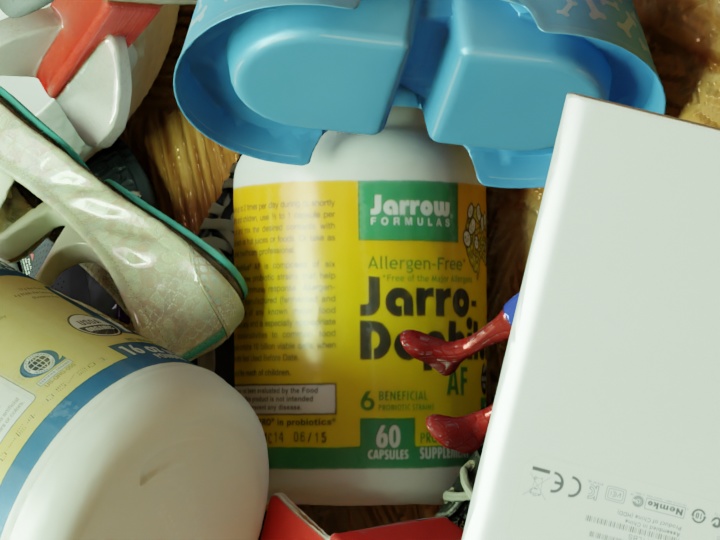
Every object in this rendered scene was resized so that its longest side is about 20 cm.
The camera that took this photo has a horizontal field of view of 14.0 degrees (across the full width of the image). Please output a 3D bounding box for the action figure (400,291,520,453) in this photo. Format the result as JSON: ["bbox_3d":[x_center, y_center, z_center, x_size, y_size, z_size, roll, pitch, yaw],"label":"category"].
[{"bbox_3d":[0.104,0.002,1.154,0.199,0.052,0.066,-32,53,25],"label":"action figure"}]

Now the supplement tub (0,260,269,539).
[{"bbox_3d":[-0.152,0.074,1.199,0.199,0.144,0.146,26,111,32],"label":"supplement tub"}]

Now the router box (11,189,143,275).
[{"bbox_3d":[-0.146,0.065,1.479,0.149,0.062,0.201,-4,104,55],"label":"router box"}]

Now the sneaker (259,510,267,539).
[{"bbox_3d":[-0.051,0.135,1.315,0.076,0.079,0.200,-62,5,5],"label":"sneaker"}]

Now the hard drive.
[{"bbox_3d":[0.118,0.047,1.098,0.131,0.025,0.201,14,96,11],"label":"hard drive"}]

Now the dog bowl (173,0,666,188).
[{"bbox_3d":[0.024,-0.088,1.188,0.112,0.198,0.050,110,164,-57],"label":"dog bowl"}]

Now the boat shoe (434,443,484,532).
[{"bbox_3d":[0.068,0.108,1.220,0.071,0.063,0.201,28,112,52],"label":"boat shoe"}]

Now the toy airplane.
[{"bbox_3d":[-0.080,-0.139,1.259,0.141,0.200,0.200,33,155,32],"label":"toy airplane"}]

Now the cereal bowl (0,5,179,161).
[{"bbox_3d":[-0.169,-0.120,1.524,0.199,0.083,0.201,-20,53,29],"label":"cereal bowl"}]

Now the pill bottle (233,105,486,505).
[{"bbox_3d":[0.000,0.000,1.279,0.112,0.112,0.202,-4,85,55],"label":"pill bottle"}]

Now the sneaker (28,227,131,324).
[{"bbox_3d":[-0.143,0.061,1.314,0.074,0.087,0.202,-11,79,53],"label":"sneaker"}]

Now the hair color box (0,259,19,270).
[{"bbox_3d":[-0.191,0.102,1.417,0.060,0.099,0.201,-9,100,54],"label":"hair color box"}]

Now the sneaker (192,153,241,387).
[{"bbox_3d":[-0.053,-0.024,1.357,0.070,0.108,0.201,28,113,53],"label":"sneaker"}]

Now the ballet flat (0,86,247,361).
[{"bbox_3d":[-0.131,-0.020,1.276,0.062,0.068,0.200,-45,52,-14],"label":"ballet flat"}]

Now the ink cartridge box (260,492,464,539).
[{"bbox_3d":[0.034,0.178,1.166,0.200,0.067,0.117,35,120,43],"label":"ink cartridge box"}]

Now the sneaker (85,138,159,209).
[{"bbox_3d":[-0.168,-0.040,1.580,0.200,0.066,0.079,29,148,42],"label":"sneaker"}]
